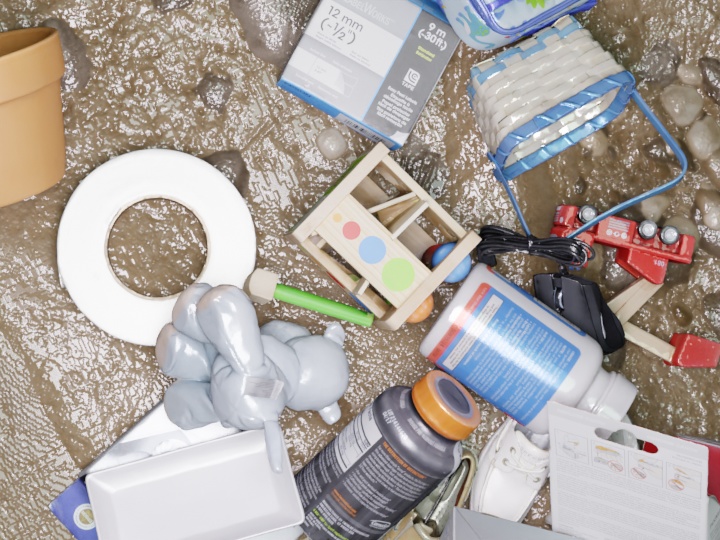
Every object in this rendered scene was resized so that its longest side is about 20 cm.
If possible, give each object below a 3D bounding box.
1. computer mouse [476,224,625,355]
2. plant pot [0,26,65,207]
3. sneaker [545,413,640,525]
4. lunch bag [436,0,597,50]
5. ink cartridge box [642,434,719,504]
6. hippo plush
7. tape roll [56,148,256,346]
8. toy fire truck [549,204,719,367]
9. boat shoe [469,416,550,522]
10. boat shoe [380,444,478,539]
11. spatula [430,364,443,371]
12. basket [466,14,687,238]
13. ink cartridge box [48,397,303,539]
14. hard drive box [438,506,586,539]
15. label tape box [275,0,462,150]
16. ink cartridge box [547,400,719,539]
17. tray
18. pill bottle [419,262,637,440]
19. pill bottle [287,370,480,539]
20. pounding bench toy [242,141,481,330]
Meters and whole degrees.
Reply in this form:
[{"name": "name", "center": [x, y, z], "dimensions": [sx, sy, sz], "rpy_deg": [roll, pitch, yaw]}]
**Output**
[{"name": "computer mouse", "center": [0.184, 0.030, 1.622], "dimensions": [0.140, 0.200, 0.046], "rpy_deg": [13, 62, 31]}, {"name": "plant pot", "center": [-0.368, -0.140, 1.537], "dimensions": [0.200, 0.200, 0.140], "rpy_deg": [-16, 109, -7]}, {"name": "sneaker", "center": [0.238, 0.233, 1.659], "dimensions": [0.092, 0.076, 0.200], "rpy_deg": [2, 87, -1]}, {"name": "lunch bag", "center": [0.165, -0.322, 1.626], "dimensions": [0.200, 0.082, 0.161], "rpy_deg": [-28, 90, -25]}, {"name": "ink cartridge box", "center": [0.360, 0.275, 1.633], "dimensions": [0.175, 0.084, 0.200], "rpy_deg": [11, 88, -33]}, {"name": "hippo plush", "center": [-0.086, 0.081, 1.560], "dimensions": [0.161, 0.200, 0.160], "rpy_deg": [-12, 107, -42]}, {"name": "tape roll", "center": [-0.206, -0.023, 1.622], "dimensions": [0.202, 0.037, 0.203], "rpy_deg": [0, 90, -7]}, {"name": "toy fire truck", "center": [0.286, 0.018, 1.676], "dimensions": [0.200, 0.049, 0.141], "rpy_deg": [14, 88, -7]}, {"name": "boat shoe", "center": [0.170, 0.184, 1.650], "dimensions": [0.071, 0.069, 0.200], "rpy_deg": [24, 86, -6]}, {"name": "boat shoe", "center": [0.059, 0.267, 1.631], "dimensions": [0.072, 0.076, 0.200], "rpy_deg": [24, 88, -9]}, {"name": "spatula", "center": [0.074, 0.115, 1.662], "dimensions": [0.056, 0.021, 0.200], "rpy_deg": [38, 83, -18]}, {"name": "basket", "center": [0.211, -0.140, 1.616], "dimensions": [0.176, 0.139, 0.200], "rpy_deg": [-26, 73, -5]}, {"name": "ink cartridge box", "center": [-0.179, 0.243, 1.621], "dimensions": [0.200, 0.041, 0.200], "rpy_deg": [-43, 94, -5]}, {"name": "hard drive box", "center": [0.132, 0.346, 1.590], "dimensions": [0.156, 0.077, 0.200], "rpy_deg": [16, 122, -8]}, {"name": "label tape box", "center": [0.023, -0.244, 1.638], "dimensions": [0.143, 0.066, 0.200], "rpy_deg": [29, 88, -6]}, {"name": "ink cartridge box", "center": [0.262, 0.203, 1.530], "dimensions": [0.162, 0.057, 0.200], "rpy_deg": [15, 131, 25]}, {"name": "tray", "center": [-0.162, 0.227, 1.577], "dimensions": [0.200, 0.022, 0.108], "rpy_deg": [-15, 67, -5]}, {"name": "pill bottle", "center": [0.167, 0.091, 1.575], "dimensions": [0.200, 0.112, 0.112], "rpy_deg": [35, 85, 3]}, {"name": "pill bottle", "center": [0.028, 0.186, 1.576], "dimensions": [0.106, 0.106, 0.200], "rpy_deg": [43, 113, -5]}, {"name": "pounding bench toy", "center": [0.000, 0.000, 1.603], "dimensions": [0.156, 0.124, 0.200], "rpy_deg": [44, 85, -5]}]
